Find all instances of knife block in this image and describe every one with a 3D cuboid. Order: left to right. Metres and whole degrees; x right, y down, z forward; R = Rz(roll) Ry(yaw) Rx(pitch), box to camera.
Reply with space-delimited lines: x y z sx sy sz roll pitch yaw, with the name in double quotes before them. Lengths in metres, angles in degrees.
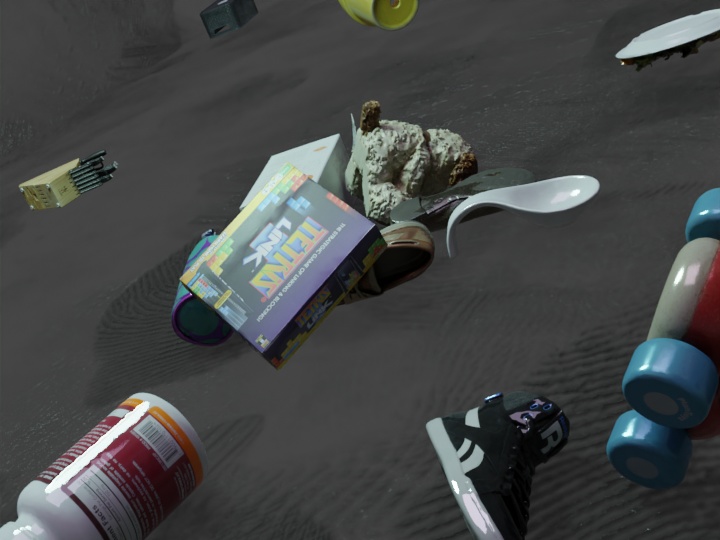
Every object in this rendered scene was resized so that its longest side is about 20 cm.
"knife block" -0.656 -0.210 2.364 0.198 0.065 0.175 -2 31 43

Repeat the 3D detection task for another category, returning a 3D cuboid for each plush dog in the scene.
"plush dog" 0.079 -0.159 1.470 0.169 0.163 0.200 -1 20 -15

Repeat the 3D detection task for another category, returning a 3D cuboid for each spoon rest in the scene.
"spoon rest" 0.192 -0.075 1.255 0.197 0.061 0.100 -19 23 14

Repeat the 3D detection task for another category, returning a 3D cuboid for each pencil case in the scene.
"pencil case" -0.198 0.022 1.392 0.092 0.085 0.201 -34 21 14

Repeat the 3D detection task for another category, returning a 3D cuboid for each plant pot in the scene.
"plant pot" 0.056 -0.686 2.556 0.198 0.203 0.190 -26 38 -5

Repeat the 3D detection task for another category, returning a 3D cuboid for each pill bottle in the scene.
"pill bottle" -0.247 0.218 0.981 0.112 0.114 0.200 1 33 45

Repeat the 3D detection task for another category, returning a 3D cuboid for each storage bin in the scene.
"storage bin" -0.456 -0.894 3.607 0.133 0.095 0.201 -12 25 25

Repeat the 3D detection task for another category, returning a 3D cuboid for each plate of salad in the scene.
"plate of salad" 0.488 -0.350 1.579 0.197 0.049 0.200 -20 13 5

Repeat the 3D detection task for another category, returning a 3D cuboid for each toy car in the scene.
"toy car" 0.307 0.075 0.758 0.198 0.178 0.185 21 56 20

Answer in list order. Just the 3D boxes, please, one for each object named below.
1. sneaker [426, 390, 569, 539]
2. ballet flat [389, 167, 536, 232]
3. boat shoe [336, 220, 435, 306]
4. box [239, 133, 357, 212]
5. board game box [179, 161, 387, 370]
"sneaker" 0.122 0.151 0.817 0.111 0.074 0.200 -25 21 0
"ballet flat" 0.135 -0.083 1.358 0.197 0.047 0.068 -18 38 6
"boat shoe" 0.000 0.000 1.265 0.198 0.076 0.072 -26 25 0
"box" -0.085 -0.109 1.548 0.123 0.099 0.201 -16 24 18
"board game box" -0.093 -0.009 1.238 0.165 0.057 0.200 35 78 34
